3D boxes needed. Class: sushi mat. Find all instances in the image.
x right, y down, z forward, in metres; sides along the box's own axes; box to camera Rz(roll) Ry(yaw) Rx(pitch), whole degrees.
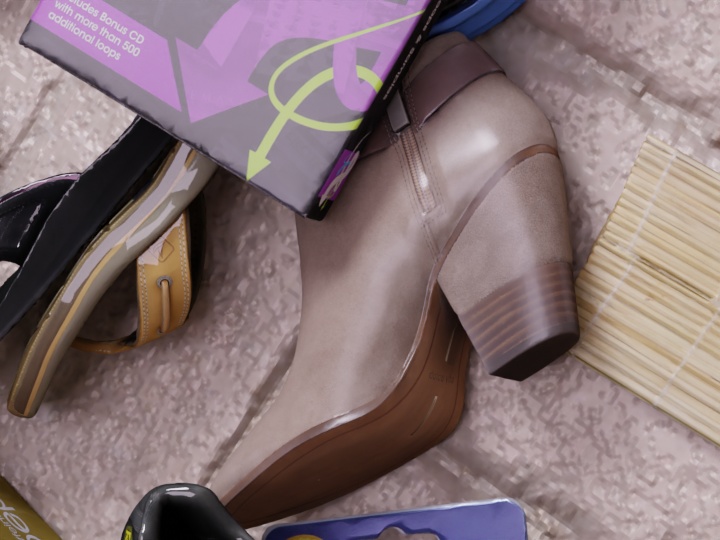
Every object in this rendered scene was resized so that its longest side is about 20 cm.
[{"bbox_3d":[0.173,0.034,0.987,0.199,0.012,0.096,32,93,22],"label":"sushi mat"}]

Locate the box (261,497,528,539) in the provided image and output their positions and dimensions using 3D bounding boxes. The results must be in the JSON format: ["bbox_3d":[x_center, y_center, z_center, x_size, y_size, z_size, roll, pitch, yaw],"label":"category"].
[{"bbox_3d":[0.025,0.198,1.012,0.120,0.032,0.202,-8,80,21],"label":"box"}]

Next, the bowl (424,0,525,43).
[{"bbox_3d":[0.002,-0.189,1.047,0.199,0.039,0.202,1,95,13],"label":"bowl"}]

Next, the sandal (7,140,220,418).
[{"bbox_3d":[-0.084,-0.008,1.072,0.054,0.080,0.200,39,98,-6],"label":"sandal"}]

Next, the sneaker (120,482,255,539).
[{"bbox_3d":[-0.037,0.166,0.967,0.074,0.085,0.200,-34,66,-21],"label":"sneaker"}]

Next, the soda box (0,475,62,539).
[{"bbox_3d":[-0.154,0.145,1.073,0.200,0.068,0.064,41,99,22],"label":"soda box"}]

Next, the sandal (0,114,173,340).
[{"bbox_3d":[-0.144,-0.020,1.089,0.048,0.075,0.201,41,90,-7],"label":"sandal"}]

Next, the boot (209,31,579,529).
[{"bbox_3d":[0.000,0.000,1.040,0.199,0.070,0.147,-30,66,14],"label":"boot"}]

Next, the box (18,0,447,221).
[{"bbox_3d":[-0.029,-0.142,1.009,0.142,0.036,0.201,31,93,9],"label":"box"}]
